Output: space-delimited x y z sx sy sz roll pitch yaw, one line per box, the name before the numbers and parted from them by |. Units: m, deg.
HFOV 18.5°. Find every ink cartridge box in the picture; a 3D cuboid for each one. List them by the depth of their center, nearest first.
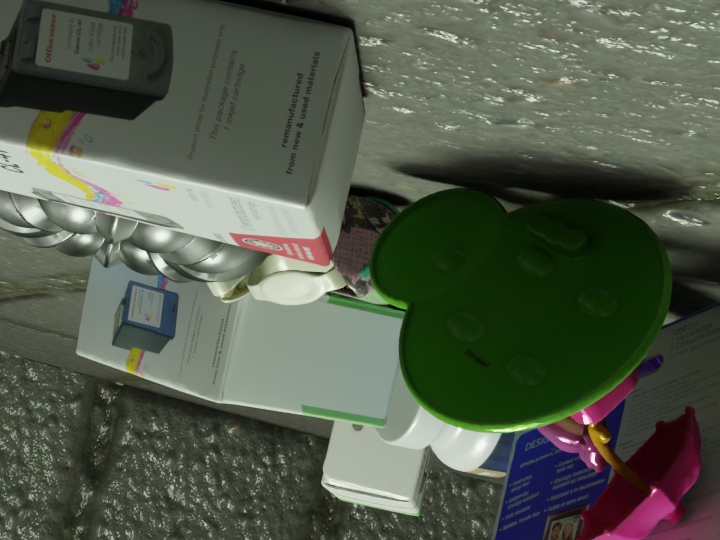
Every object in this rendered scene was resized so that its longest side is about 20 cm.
ink cartridge box | -0.103 -0.072 0.993 0.198 0.086 0.148 11 172 5
ink cartridge box | 0.160 0.127 1.308 0.043 0.201 0.197 37 139 -28
ink cartridge box | -0.085 0.043 1.542 0.144 0.088 0.199 12 -178 -38
ink cartridge box | 0.026 0.134 1.954 0.083 0.147 0.200 12 172 5

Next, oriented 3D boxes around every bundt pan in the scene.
bundt pan | -0.136 -0.044 1.271 0.200 0.077 0.202 13 173 2

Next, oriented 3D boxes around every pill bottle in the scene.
pill bottle | 0.115 0.094 1.606 0.198 0.117 0.116 12 173 -22

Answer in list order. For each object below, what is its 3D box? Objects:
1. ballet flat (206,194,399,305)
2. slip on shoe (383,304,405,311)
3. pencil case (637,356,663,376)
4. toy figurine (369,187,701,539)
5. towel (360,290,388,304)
ballet flat | -0.053 -0.010 1.355 0.199 0.071 0.069 2 133 50
slip on shoe | 0.017 0.045 1.695 0.198 0.076 0.061 19 134 19
pencil case | 0.220 0.090 1.449 0.199 0.086 0.084 1 -135 -55
toy figurine | 0.108 0.068 1.207 0.200 0.150 0.185 34 162 47
towel | 0.000 0.000 1.507 0.148 0.031 0.199 7 170 40
